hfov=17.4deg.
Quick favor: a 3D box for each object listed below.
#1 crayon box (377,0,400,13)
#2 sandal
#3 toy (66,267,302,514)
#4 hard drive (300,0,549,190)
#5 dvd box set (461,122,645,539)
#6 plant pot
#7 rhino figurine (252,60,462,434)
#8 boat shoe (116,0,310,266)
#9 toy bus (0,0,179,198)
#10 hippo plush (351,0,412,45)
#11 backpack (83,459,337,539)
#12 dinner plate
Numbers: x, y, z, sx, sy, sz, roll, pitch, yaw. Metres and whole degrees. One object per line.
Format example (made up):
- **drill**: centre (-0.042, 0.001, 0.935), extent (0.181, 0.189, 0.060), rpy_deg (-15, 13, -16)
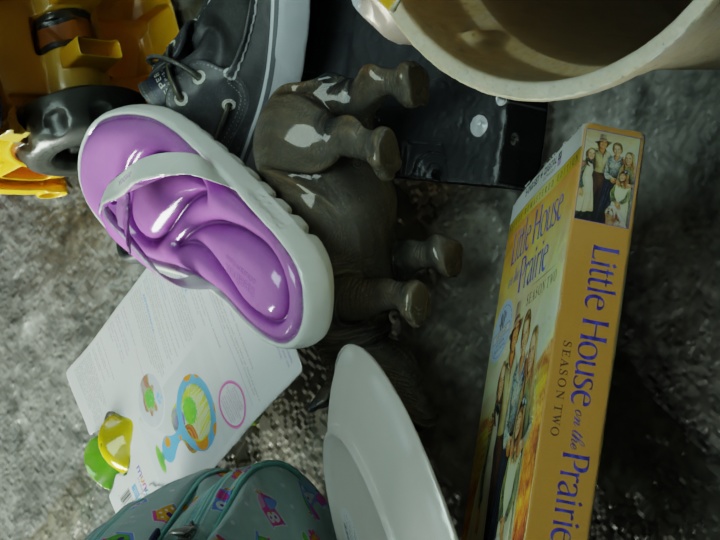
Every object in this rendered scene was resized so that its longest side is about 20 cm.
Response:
- **crayon box**: centre (0.042, -0.207, 0.867), extent (0.126, 0.052, 0.200), rpy_deg (48, 116, 34)
- **sandal**: centre (-0.086, -0.024, 1.099), extent (0.203, 0.050, 0.082), rpy_deg (28, 122, 46)
- **toy**: centre (-0.079, 0.049, 1.183), extent (0.200, 0.047, 0.115), rpy_deg (-46, 57, 43)
- **hard drive**: centre (0.034, -0.142, 1.122), extent (0.140, 0.038, 0.200), rpy_deg (6, 91, 41)
- **dvd box set**: centre (0.077, 0.052, 0.989), extent (0.146, 0.029, 0.200), rpy_deg (126, 154, -76)
- **plant pot**: centre (0.132, -0.156, 0.939), extent (0.200, 0.183, 0.200), rpy_deg (-5, 83, 42)
- **rhino figurine**: centre (0.000, 0.000, 1.101), extent (0.087, 0.060, 0.200), rpy_deg (5, 115, 36)
- **boat shoe**: centre (-0.080, -0.083, 1.165), extent (0.070, 0.066, 0.200), rpy_deg (61, 141, 44)
- **toy bus**: centre (-0.223, -0.102, 1.245), extent (0.192, 0.200, 0.136), rpy_deg (-29, 67, 44)
- **hippo plush**: centre (0.026, -0.205, 1.045), extent (0.161, 0.159, 0.200), rpy_deg (-45, 14, 9)
- **backpack**: centre (-0.075, 0.178, 1.088), extent (0.127, 0.200, 0.167), rpy_deg (-19, 107, 21)
- **dinner plate**: centre (0.015, 0.131, 1.041), extent (0.200, 0.024, 0.200), rpy_deg (165, 90, -79)
